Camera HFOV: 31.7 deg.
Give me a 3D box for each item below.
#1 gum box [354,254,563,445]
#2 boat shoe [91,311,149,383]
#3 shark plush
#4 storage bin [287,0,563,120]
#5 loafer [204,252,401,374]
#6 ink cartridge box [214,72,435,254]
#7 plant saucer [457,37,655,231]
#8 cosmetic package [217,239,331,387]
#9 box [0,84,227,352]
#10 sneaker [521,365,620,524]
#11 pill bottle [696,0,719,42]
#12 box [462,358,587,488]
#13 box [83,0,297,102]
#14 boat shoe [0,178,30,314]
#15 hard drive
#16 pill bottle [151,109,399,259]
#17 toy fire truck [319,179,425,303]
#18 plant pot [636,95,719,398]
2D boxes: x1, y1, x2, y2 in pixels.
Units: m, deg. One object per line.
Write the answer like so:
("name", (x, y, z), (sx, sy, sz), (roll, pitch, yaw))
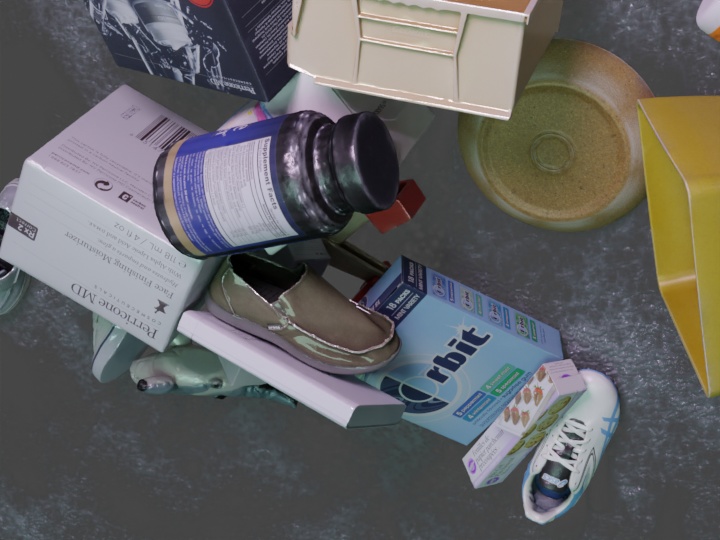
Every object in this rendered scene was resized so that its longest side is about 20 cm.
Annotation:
("gum box", (0.078, 0.087, 1.312), (0.200, 0.045, 0.170), (24, 130, -22))
("boat shoe", (-0.276, 0.044, 1.463), (0.070, 0.071, 0.200), (44, 132, 20))
("shark plush", (-0.171, 0.121, 1.485), (0.199, 0.091, 0.083), (2, 145, -3))
("storage bin", (0.063, -0.226, 1.070), (0.198, 0.200, 0.094), (13, 126, 14))
("loafer", (-0.055, 0.037, 1.214), (0.199, 0.075, 0.070), (18, 132, 7))
("ink cartridge box", (-0.036, -0.134, 1.211), (0.200, 0.129, 0.125), (-33, 104, 33))
("plant saucer", (0.183, -0.117, 1.190), (0.200, 0.035, 0.201), (10, 124, 16))
("cosmetic package", (-0.100, 0.029, 1.361), (0.083, 0.051, 0.200), (60, 137, 34))
("box", (-0.220, -0.058, 1.287), (0.199, 0.200, 0.131), (29, 126, 3))
("sneaker", (0.222, 0.189, 1.342), (0.072, 0.073, 0.200), (21, 124, 11))
("pill bottle", (0.381, -0.190, 1.016), (0.200, 0.113, 0.113), (34, 127, 0))
("box", (0.170, 0.164, 1.338), (0.200, 0.041, 0.039), (-58, 47, 46))
("box", (-0.152, -0.262, 1.107), (0.200, 0.104, 0.182), (18, 147, 35))
("boat shoe", (-0.422, -0.017, 1.474), (0.070, 0.072, 0.201), (29, 126, 3))
("hard drive", (-0.065, 0.095, 1.232), (0.200, 0.132, 0.027), (27, 96, 23))
("pill bottle", (-0.073, -0.077, 1.112), (0.199, 0.112, 0.112), (-10, 116, 26))
("toy fire truck", (0.000, 0.000, 1.328), (0.200, 0.049, 0.141), (-22, 110, 32))
("plant pot", (0.350, -0.040, 1.079), (0.176, 0.200, 0.201), (-11, 117, 5))
